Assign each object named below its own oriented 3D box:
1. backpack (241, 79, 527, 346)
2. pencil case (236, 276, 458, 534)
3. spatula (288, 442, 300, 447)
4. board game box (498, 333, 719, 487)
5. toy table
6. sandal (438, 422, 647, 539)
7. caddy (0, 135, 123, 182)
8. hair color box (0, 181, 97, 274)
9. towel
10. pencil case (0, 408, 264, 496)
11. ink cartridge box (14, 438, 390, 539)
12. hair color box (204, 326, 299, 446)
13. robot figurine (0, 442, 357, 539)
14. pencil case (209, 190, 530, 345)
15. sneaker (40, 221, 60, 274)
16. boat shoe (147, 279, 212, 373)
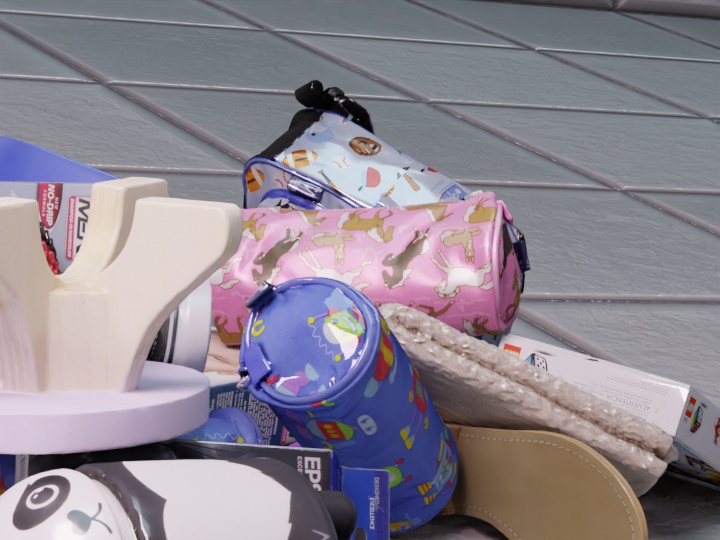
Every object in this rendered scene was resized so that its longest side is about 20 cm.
[{"bbox_3d":[0.008,0.006,1.755,0.190,0.200,0.154,20,47,14],"label":"backpack"},{"bbox_3d":[-0.006,0.077,1.467,0.087,0.078,0.200,-21,-32,7],"label":"pencil case"},{"bbox_3d":[0.043,0.116,1.651,0.199,0.021,0.057,2,21,-31],"label":"spatula"},{"bbox_3d":[0.174,0.093,1.652,0.126,0.035,0.200,16,-8,28],"label":"board game box"},{"bbox_3d":[-0.145,0.018,1.294,0.183,0.118,0.200,4,7,11],"label":"toy table"},{"bbox_3d":[0.107,0.127,1.543,0.069,0.078,0.211,3,7,-44],"label":"sandal"},{"bbox_3d":[-0.197,-0.008,1.805,0.199,0.105,0.141,21,-13,13],"label":"caddy"},{"bbox_3d":[-0.239,-0.021,1.687,0.199,0.061,0.099,1,-7,12],"label":"hair color box"},{"bbox_3d":[0.084,0.082,1.571,0.200,0.035,0.133,27,-22,-5],"label":"towel"},{"bbox_3d":[-0.150,0.114,1.390,0.199,0.078,0.087,1,-16,-28],"label":"pencil case"},{"bbox_3d":[-0.074,0.136,1.324,0.199,0.100,0.039,4,-18,-18],"label":"ink cartridge box"},{"bbox_3d":[-0.127,0.082,1.599,0.100,0.061,0.200,19,16,35],"label":"hair color box"},{"bbox_3d":[-0.086,0.147,1.215,0.199,0.125,0.150,0,1,-33],"label":"robot figurine"},{"bbox_3d":[0.000,0.000,1.623,0.199,0.083,0.087,-3,31,17],"label":"pencil case"},{"bbox_3d":[-0.255,0.004,1.538,0.095,0.080,0.200,-11,-7,31],"label":"sneaker"},{"bbox_3d":[-0.135,0.034,1.473,0.071,0.072,0.200,9,-7,-19],"label":"boat shoe"}]
